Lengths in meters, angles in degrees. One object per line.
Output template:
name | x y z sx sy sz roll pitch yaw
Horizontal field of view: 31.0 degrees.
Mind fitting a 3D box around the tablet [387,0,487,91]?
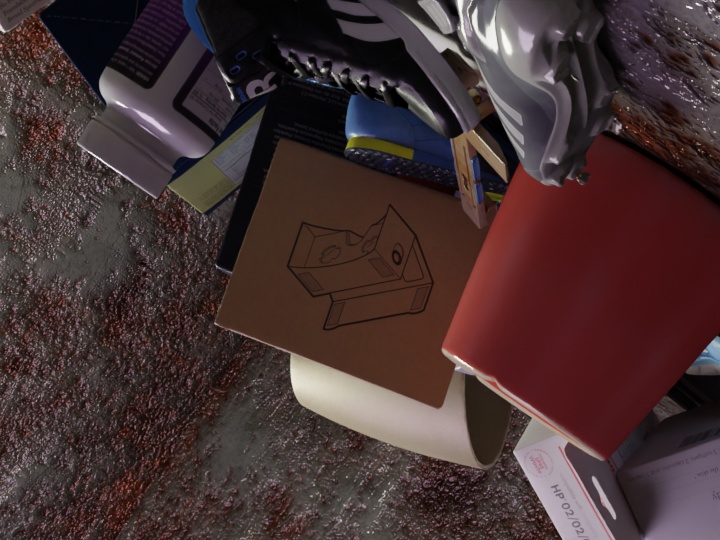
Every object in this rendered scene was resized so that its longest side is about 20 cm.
tablet | 0.048 -0.162 0.820 0.129 0.014 0.200 33 177 28

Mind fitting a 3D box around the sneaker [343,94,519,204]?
sneaker | 0.083 -0.104 1.035 0.197 0.080 0.066 16 169 -18

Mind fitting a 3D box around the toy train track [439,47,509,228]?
toy train track | 0.082 -0.093 0.915 0.115 0.032 0.201 52 171 27

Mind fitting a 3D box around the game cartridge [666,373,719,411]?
game cartridge | 0.272 0.064 1.199 0.199 0.038 0.130 36 -155 -25

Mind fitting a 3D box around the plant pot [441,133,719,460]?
plant pot | 0.162 0.022 0.923 0.199 0.179 0.200 33 177 2

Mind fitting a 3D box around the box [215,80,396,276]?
box | -0.036 -0.071 1.173 0.116 0.203 0.197 16 175 4

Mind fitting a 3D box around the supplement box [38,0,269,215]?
supplement box | -0.175 -0.184 1.257 0.201 0.134 0.200 52 180 9

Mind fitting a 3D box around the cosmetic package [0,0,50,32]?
cosmetic package | -0.283 -0.290 0.946 0.071 0.105 0.201 33 158 50

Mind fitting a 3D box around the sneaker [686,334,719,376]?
sneaker | 0.283 0.035 1.039 0.090 0.078 0.199 56 164 -25

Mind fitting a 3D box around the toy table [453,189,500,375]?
toy table | 0.141 0.011 1.127 0.116 0.203 0.184 17 148 -15

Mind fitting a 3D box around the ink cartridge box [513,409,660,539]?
ink cartridge box | 0.197 0.163 1.101 0.116 0.067 0.200 59 -150 -7

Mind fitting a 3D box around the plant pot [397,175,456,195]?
plant pot | 0.056 -0.017 1.473 0.198 0.178 0.200 33 178 2

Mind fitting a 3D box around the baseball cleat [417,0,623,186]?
baseball cleat | 0.088 -0.118 0.704 0.106 0.070 0.200 40 170 21

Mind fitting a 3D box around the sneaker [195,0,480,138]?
sneaker | -0.025 -0.129 0.822 0.200 0.112 0.073 47 180 17

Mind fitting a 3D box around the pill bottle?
pill bottle | -0.150 -0.167 1.093 0.111 0.201 0.111 33 177 2

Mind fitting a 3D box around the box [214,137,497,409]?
box | 0.000 0.000 1.052 0.197 0.166 0.021 20 178 7

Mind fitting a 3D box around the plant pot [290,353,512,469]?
plant pot | 0.037 0.094 1.295 0.197 0.190 0.187 2 164 22

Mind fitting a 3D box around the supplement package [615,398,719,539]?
supplement package | 0.335 0.211 1.063 0.150 0.151 0.202 -22 -93 -59

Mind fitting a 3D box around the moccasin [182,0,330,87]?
moccasin | -0.049 -0.177 0.979 0.199 0.082 0.068 30 -152 28
